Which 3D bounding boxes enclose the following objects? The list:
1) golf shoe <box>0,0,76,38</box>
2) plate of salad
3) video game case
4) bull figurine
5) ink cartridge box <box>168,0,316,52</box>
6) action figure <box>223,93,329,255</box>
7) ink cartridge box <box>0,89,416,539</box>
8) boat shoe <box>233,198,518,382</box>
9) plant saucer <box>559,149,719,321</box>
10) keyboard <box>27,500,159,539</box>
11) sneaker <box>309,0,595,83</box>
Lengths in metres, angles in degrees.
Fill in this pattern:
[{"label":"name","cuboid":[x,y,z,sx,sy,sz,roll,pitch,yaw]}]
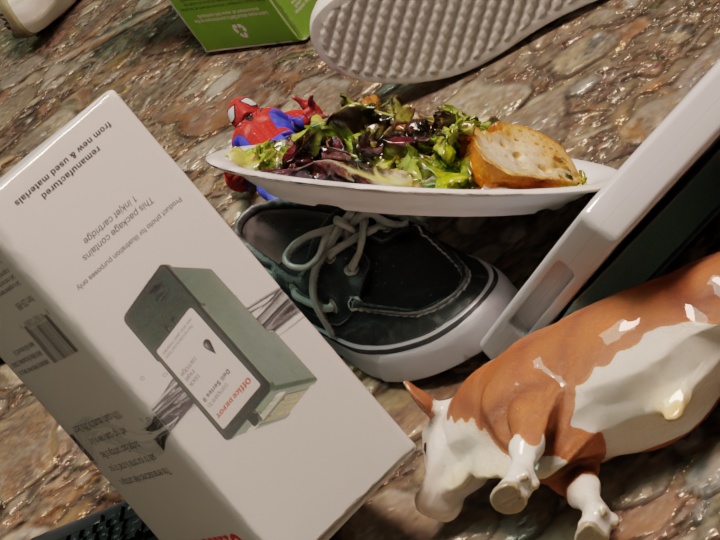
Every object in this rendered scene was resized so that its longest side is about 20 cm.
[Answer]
[{"label":"golf shoe","cuboid":[-0.205,-0.236,2.082,0.092,0.073,0.200,-20,29,27]},{"label":"plate of salad","cuboid":[0.027,-0.058,1.394,0.199,0.048,0.200,2,9,0]},{"label":"video game case","cuboid":[0.141,-0.054,1.283,0.200,0.024,0.182,-46,-5,-21]},{"label":"bull figurine","cuboid":[0.101,0.054,1.200,0.199,0.065,0.122,-31,28,14]},{"label":"ink cartridge box","cuboid":[-0.075,-0.211,1.873,0.200,0.076,0.148,-3,40,51]},{"label":"action figure","cuboid":[-0.040,-0.059,1.598,0.065,0.052,0.200,-39,22,-2]},{"label":"ink cartridge box","cuboid":[-0.087,0.035,1.273,0.084,0.200,0.146,-42,7,-19]},{"label":"boat shoe","cuboid":[0.002,-0.002,1.415,0.074,0.068,0.199,-42,25,-14]},{"label":"plant saucer","cuboid":[0.153,-0.034,1.304,0.200,0.019,0.070,-46,-7,-23]},{"label":"keyboard","cuboid":[-0.172,0.164,1.400,0.199,0.021,0.127,-25,27,24]},{"label":"sneaker","cuboid":[0.067,-0.173,1.625,0.199,0.076,0.105,-21,32,12]}]
